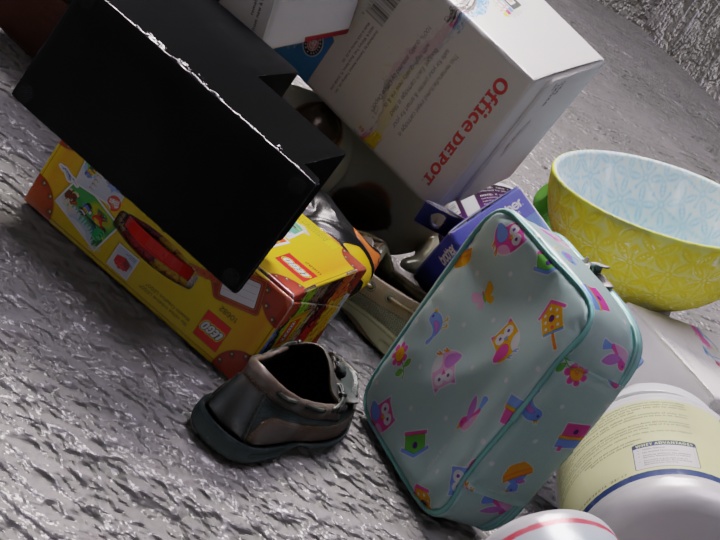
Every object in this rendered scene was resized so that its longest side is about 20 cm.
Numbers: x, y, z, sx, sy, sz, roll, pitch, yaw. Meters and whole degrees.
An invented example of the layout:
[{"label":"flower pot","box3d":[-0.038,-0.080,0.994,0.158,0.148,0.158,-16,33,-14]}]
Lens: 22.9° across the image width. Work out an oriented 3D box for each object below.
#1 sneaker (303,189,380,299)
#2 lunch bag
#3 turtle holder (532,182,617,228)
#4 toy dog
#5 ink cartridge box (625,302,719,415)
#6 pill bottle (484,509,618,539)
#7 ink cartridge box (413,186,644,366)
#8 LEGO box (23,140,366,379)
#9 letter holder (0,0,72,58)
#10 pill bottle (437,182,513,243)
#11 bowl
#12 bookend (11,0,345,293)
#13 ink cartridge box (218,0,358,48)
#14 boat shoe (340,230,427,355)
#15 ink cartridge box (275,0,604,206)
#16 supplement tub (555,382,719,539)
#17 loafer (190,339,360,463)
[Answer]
[{"label":"sneaker","box3d":[-0.071,-0.049,1.379,0.200,0.070,0.090,42,34,13]},{"label":"lunch bag","box3d":[0.095,0.064,1.230,0.077,0.200,0.161,25,20,-37]},{"label":"turtle holder","box3d":[0.201,0.009,1.707,0.132,0.185,0.142,40,47,-39]},{"label":"toy dog","box3d":[-0.023,-0.090,1.542,0.199,0.139,0.195,20,55,-43]},{"label":"ink cartridge box","box3d":[0.280,0.131,1.521,0.200,0.129,0.125,18,25,-46]},{"label":"pill bottle","box3d":[0.137,0.239,1.025,0.108,0.109,0.200,24,22,-33]},{"label":"ink cartridge box","box3d":[0.120,0.024,1.403,0.200,0.076,0.136,57,-17,8]},{"label":"LEGO box","box3d":[-0.112,-0.024,1.260,0.200,0.077,0.149,40,19,11]},{"label":"letter holder","box3d":[-0.200,-0.177,1.472,0.200,0.142,0.101,37,50,11]},{"label":"pill bottle","box3d":[0.119,-0.006,1.586,0.112,0.113,0.200,29,20,-23]},{"label":"bowl","box3d":[0.247,-0.017,1.550,0.199,0.108,0.200,14,22,-6]},{"label":"bookend","box3d":[-0.095,-0.097,1.199,0.199,0.092,0.200,41,18,9]},{"label":"ink cartridge box","box3d":[-0.111,-0.250,1.369,0.199,0.083,0.147,28,23,20]},{"label":"boat shoe","box3d":[0.000,0.000,1.427,0.200,0.065,0.072,43,20,17]},{"label":"ink cartridge box","box3d":[0.065,-0.178,1.462,0.200,0.147,0.144,46,32,13]},{"label":"supplement tub","box3d":[0.212,0.175,1.260,0.145,0.145,0.200,34,19,-8]},{"label":"loafer","box3d":[-0.039,0.078,1.169,0.072,0.063,0.200,41,19,13]}]
